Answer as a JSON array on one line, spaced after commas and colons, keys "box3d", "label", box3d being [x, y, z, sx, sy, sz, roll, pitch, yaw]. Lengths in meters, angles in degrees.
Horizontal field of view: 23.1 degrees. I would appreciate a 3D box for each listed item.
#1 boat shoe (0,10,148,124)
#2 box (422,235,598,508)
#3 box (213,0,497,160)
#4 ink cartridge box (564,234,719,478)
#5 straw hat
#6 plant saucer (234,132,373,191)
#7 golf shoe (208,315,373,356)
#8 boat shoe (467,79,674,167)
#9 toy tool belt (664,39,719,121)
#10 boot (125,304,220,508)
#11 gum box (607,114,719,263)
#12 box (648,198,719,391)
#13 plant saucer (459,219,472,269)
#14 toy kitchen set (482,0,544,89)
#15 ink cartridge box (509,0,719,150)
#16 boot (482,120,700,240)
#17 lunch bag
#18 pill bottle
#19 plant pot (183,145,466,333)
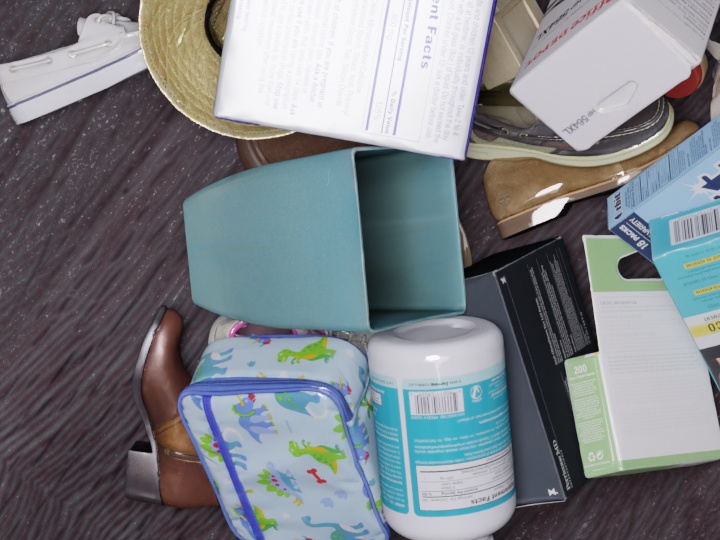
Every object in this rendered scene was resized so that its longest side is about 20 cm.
[{"box3d": [-0.226, -0.195, 1.548, 0.200, 0.072, 0.066, -22, 99, 13], "label": "boat shoe"}, {"box3d": [0.143, 0.087, 1.515, 0.079, 0.141, 0.200, -15, 95, 30], "label": "box"}, {"box3d": [0.001, -0.197, 1.366, 0.200, 0.105, 0.184, 10, 101, -1], "label": "box"}, {"box3d": [0.239, 0.072, 1.523, 0.048, 0.145, 0.200, -20, 75, 47], "label": "ink cartridge box"}, {"box3d": [-0.079, -0.206, 1.462, 0.201, 0.085, 0.201, 0, 103, 1], "label": "straw hat"}, {"box3d": [-0.023, -0.139, 1.530, 0.200, 0.034, 0.201, -1, 87, 18], "label": "plant saucer"}, {"box3d": [-0.031, 0.073, 1.516, 0.200, 0.092, 0.075, 6, 82, -6], "label": "golf shoe"}, {"box3d": [0.164, -0.132, 1.504, 0.200, 0.065, 0.073, -4, 57, 21], "label": "boat shoe"}, {"box3d": [0.350, -0.163, 1.515, 0.200, 0.123, 0.125, 26, 135, 4], "label": "toy tool belt"}, {"box3d": [-0.103, 0.131, 1.573, 0.200, 0.068, 0.189, 6, 96, 1], "label": "boot"}, {"box3d": [0.336, -0.056, 1.475, 0.170, 0.045, 0.200, 35, 128, -24], "label": "gum box"}, {"box3d": [0.316, 0.029, 1.493, 0.082, 0.049, 0.200, -18, 130, 21], "label": "box"}, {"box3d": [0.000, 0.000, 1.575, 0.200, 0.029, 0.200, 0, 95, 3], "label": "plant saucer"}, {"box3d": [0.057, -0.254, 1.524, 0.180, 0.163, 0.200, -23, 104, 36], "label": "toy kitchen set"}, {"box3d": [0.218, -0.213, 1.426, 0.084, 0.200, 0.146, 39, 136, -13], "label": "ink cartridge box"}, {"box3d": [0.202, -0.098, 1.540, 0.200, 0.074, 0.076, -22, 84, 7], "label": "boot"}, {"box3d": [-0.057, 0.148, 1.476, 0.161, 0.083, 0.200, 0, 129, 21], "label": "lunch bag"}, {"box3d": [0.068, 0.144, 1.426, 0.111, 0.111, 0.200, -4, 102, 3], "label": "pill bottle"}, {"box3d": [-0.040, -0.025, 1.442, 0.200, 0.141, 0.142, -3, 94, 35], "label": "plant pot"}]
